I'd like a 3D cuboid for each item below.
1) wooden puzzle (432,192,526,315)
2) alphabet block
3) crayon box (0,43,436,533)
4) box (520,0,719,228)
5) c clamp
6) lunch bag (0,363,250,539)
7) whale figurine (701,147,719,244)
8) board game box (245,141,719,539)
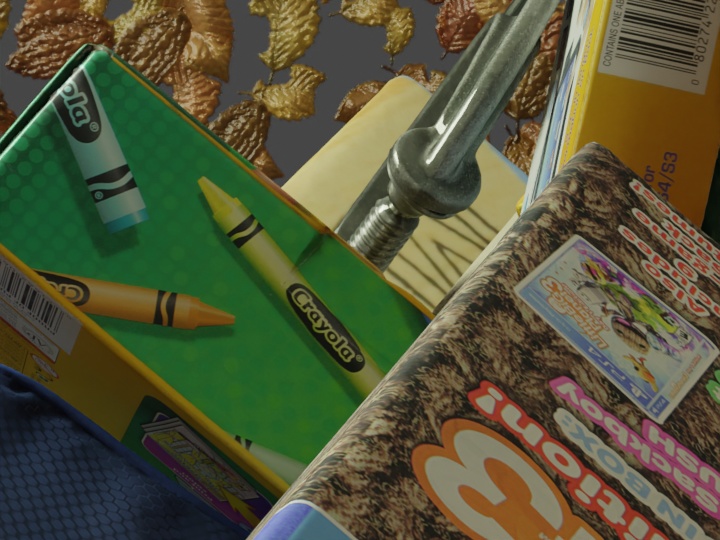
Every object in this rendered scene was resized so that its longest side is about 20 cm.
[{"bbox_3d":[0.132,-0.051,0.940,0.200,0.037,0.185,-15,22,39],"label":"wooden puzzle"},{"bbox_3d":[0.010,0.050,1.545,0.196,0.196,0.200,-52,-3,33],"label":"alphabet block"},{"bbox_3d":[-0.014,0.042,0.719,0.058,0.200,0.119,-50,-1,-17],"label":"crayon box"},{"bbox_3d":[0.068,-0.031,0.785,0.200,0.041,0.120,-146,68,-88],"label":"box"},{"bbox_3d":[0.000,0.000,0.843,0.200,0.027,0.171,-54,1,37],"label":"c clamp"},{"bbox_3d":[-0.087,0.128,0.656,0.132,0.200,0.136,-54,1,38],"label":"lunch bag"},{"bbox_3d":[0.129,-0.050,0.763,0.200,0.104,0.159,-53,-2,24],"label":"whale figurine"},{"bbox_3d":[0.004,0.090,0.421,0.160,0.097,0.200,-50,-2,21],"label":"board game box"}]
